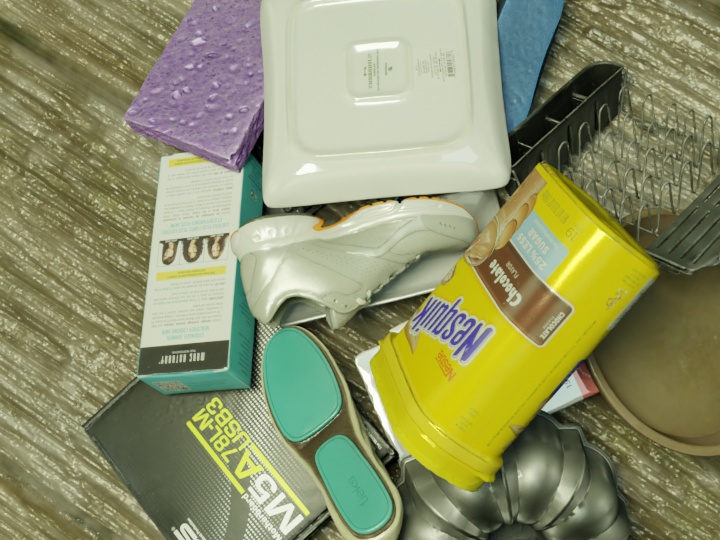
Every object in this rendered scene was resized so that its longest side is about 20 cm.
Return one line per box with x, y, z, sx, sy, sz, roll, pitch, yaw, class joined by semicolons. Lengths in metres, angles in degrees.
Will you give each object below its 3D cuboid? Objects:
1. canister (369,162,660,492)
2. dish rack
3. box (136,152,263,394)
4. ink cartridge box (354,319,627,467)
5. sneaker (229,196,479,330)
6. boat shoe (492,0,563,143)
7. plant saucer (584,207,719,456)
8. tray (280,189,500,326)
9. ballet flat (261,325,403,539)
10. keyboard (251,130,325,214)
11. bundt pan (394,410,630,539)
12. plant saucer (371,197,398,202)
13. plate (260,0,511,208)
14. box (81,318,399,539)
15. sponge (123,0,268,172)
0.105;0.035;0.821;0.086;0.149;0.200;33;105;-22;canister
0.222;-0.080;0.906;0.199;0.055;0.153;30;61;37;dish rack
-0.130;-0.002;0.960;0.082;0.049;0.202;-6;66;18;box
0.101;0.079;0.946;0.199;0.067;0.117;-25;81;3;ink cartridge box
0.000;0.000;0.919;0.198;0.076;0.093;-9;76;-5;sneaker
0.119;-0.155;0.978;0.084;0.069;0.201;34;83;-1;boat shoe
0.253;0.049;0.915;0.198;0.029;0.202;7;70;-18;plant saucer
0.026;-0.009;0.971;0.198;0.022;0.108;-14;46;5;tray
-0.022;0.135;0.900;0.069;0.070;0.201;-28;57;2;ballet flat
-0.084;-0.142;1.012;0.104;0.040;0.201;-36;81;2;keyboard
0.117;0.212;0.888;0.200;0.076;0.204;-1;104;-3;bundt pan
0.039;-0.156;1.001;0.070;0.019;0.201;26;84;-8;plant saucer
0.015;-0.154;0.925;0.198;0.032;0.201;-4;69;5;plate
-0.101;0.144;0.969;0.193;0.048;0.200;-40;76;-2;box
-0.108;-0.187;0.991;0.111;0.030;0.201;20;71;20;sponge
